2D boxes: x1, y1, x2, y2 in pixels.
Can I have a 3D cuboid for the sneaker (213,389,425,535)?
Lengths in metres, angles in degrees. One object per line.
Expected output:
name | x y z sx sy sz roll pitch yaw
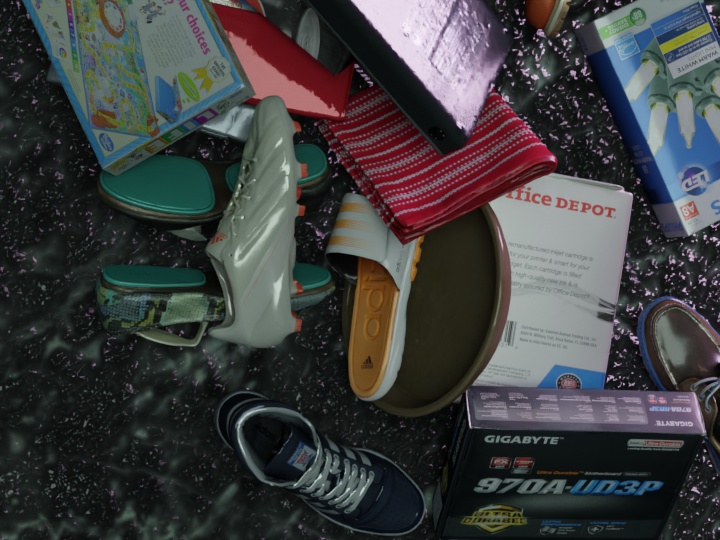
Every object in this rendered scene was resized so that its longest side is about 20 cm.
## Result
sneaker | -0.029 0.165 1.553 0.199 0.108 0.070 30 85 -8

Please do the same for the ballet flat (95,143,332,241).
ballet flat | -0.120 -0.058 1.559 0.198 0.069 0.068 -5 53 -13

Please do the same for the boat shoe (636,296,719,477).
boat shoe | 0.313 0.109 1.630 0.072 0.072 0.201 -35 95 -9

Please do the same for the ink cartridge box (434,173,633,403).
ink cartridge box | 0.136 0.019 1.594 0.145 0.084 0.202 11 86 -13

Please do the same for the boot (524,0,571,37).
boot | 0.138 -0.298 1.612 0.106 0.075 0.202 3 80 -7

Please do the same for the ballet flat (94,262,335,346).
ballet flat | -0.121 0.030 1.570 0.198 0.074 0.075 1 89 -8

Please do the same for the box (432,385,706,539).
box | 0.169 0.164 1.568 0.198 0.160 0.046 3 47 -10

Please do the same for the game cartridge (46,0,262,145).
game cartridge | -0.148 -0.190 1.576 0.198 0.042 0.134 17 91 -9

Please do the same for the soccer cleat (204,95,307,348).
soccer cleat | -0.085 -0.038 1.500 0.077 0.069 0.202 0 95 -13

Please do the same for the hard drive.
hard drive | 0.035 -0.210 1.494 0.200 0.033 0.140 47 48 -24

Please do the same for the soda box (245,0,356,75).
soda box | -0.066 -0.254 1.541 0.200 0.071 0.063 40 42 7

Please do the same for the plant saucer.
plant saucer | 0.056 0.021 1.540 0.029 0.199 0.202 12 87 -38

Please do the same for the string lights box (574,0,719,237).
string lights box | 0.276 -0.140 1.635 0.102 0.059 0.201 -26 94 -10

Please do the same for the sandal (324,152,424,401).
sandal | 0.005 0.000 1.538 0.059 0.079 0.209 13 77 -38

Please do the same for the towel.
towel | 0.057 -0.107 1.541 0.144 0.200 0.023 -26 131 -8

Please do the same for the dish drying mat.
dish drying mat | -0.104 -0.178 1.557 0.198 0.018 0.078 12 85 -8

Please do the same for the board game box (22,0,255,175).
board game box | -0.186 -0.196 1.514 0.134 0.034 0.201 -28 77 9
